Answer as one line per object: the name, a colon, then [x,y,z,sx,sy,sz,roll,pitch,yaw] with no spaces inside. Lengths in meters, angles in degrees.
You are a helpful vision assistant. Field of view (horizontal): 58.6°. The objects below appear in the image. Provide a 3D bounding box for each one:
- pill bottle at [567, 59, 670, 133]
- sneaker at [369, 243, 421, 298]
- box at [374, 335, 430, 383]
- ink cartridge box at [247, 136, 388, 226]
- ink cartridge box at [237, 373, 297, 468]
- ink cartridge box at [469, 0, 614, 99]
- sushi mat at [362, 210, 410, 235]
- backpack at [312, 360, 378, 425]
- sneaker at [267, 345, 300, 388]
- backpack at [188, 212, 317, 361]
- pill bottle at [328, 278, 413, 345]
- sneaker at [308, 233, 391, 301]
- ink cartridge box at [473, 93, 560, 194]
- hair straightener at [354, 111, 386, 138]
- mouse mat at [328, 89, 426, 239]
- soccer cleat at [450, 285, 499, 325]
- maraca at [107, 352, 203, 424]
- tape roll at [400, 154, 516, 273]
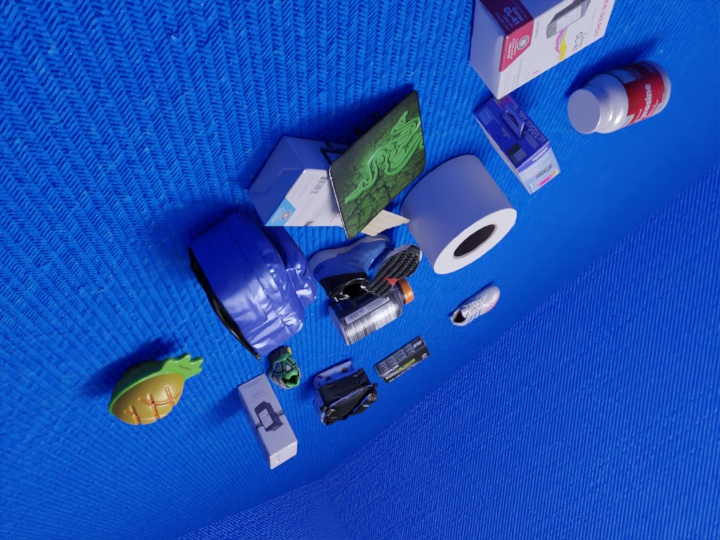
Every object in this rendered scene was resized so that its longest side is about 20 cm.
pill bottle: [0.512,-0.342,1.279,0.196,0.114,0.113,-23,157,-24]
sneaker: [0.073,-0.022,1.392,0.069,0.095,0.200,22,145,-12]
box: [0.154,0.324,2.306,0.197,0.048,0.194,-33,161,-2]
ink cartridge box: [-0.061,-0.131,0.981,0.197,0.069,0.116,-5,144,-51]
ink cartridge box: [-0.243,0.396,1.679,0.083,0.203,0.146,-24,158,-18]
ink cartridge box: [0.260,-0.362,0.917,0.197,0.087,0.148,-30,159,-3]
sushi mat: [0.012,-0.094,1.202,0.094,0.012,0.198,-22,165,27]
backpack: [-0.067,0.386,1.981,0.195,0.156,0.193,-14,145,-25]
sneaker: [-0.192,0.270,1.641,0.077,0.086,0.201,-27,159,-13]
backpack: [-0.169,0.004,1.005,0.167,0.163,0.201,-39,147,-6]
pill bottle: [0.029,0.085,1.526,0.197,0.108,0.107,-28,159,-11]
sneaker: [-0.001,0.001,1.292,0.196,0.113,0.077,-17,155,-36]
ink cartridge box: [0.281,-0.233,1.151,0.076,0.138,0.199,-39,159,15]
hair straightener: [0.057,-0.198,1.036,0.076,0.041,0.200,-36,153,8]
mouse mat: [0.033,-0.158,0.981,0.200,0.007,0.163,-46,146,-21]
soccer cleat: [0.386,0.124,2.169,0.200,0.071,0.085,-44,156,28]
maraca: [-0.388,0.219,1.219,0.198,0.108,0.137,-36,158,7]
tape roll: [0.195,-0.111,1.291,0.199,0.141,0.204,-28,159,-12]
